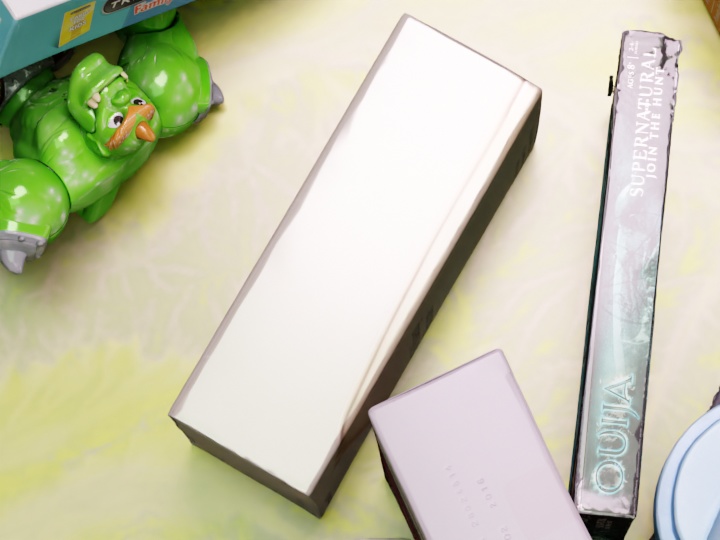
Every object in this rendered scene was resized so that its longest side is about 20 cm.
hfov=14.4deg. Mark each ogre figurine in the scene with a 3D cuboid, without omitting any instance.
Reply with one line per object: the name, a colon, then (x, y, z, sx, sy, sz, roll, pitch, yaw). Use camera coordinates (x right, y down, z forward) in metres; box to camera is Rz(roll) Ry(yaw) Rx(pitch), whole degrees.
ogre figurine: (-0.141, -0.083, 1.258, 0.120, 0.200, 0.098, 48, 129, -1)

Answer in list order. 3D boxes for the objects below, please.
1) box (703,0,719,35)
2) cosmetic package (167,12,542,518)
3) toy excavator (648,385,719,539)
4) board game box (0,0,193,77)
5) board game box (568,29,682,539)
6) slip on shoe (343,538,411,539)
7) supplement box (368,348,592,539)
box: (0.173, -0.204, 1.250, 0.097, 0.124, 0.201, -24, 79, -2)
cosmetic package: (0.000, 0.000, 1.233, 0.073, 0.104, 0.201, 28, 83, 7)
toy excavator: (0.213, 0.116, 1.151, 0.193, 0.200, 0.100, 26, 81, 7)
board game box: (-0.113, -0.185, 1.245, 0.199, 0.047, 0.151, -25, 71, -33)
board game box: (0.110, 0.012, 1.209, 0.028, 0.135, 0.202, 6, 79, 4)
slip on shoe: (-0.072, 0.153, 1.226, 0.198, 0.074, 0.062, -5, 83, -3)
supplement box: (0.054, 0.107, 1.160, 0.061, 0.200, 0.109, -25, 80, -3)
